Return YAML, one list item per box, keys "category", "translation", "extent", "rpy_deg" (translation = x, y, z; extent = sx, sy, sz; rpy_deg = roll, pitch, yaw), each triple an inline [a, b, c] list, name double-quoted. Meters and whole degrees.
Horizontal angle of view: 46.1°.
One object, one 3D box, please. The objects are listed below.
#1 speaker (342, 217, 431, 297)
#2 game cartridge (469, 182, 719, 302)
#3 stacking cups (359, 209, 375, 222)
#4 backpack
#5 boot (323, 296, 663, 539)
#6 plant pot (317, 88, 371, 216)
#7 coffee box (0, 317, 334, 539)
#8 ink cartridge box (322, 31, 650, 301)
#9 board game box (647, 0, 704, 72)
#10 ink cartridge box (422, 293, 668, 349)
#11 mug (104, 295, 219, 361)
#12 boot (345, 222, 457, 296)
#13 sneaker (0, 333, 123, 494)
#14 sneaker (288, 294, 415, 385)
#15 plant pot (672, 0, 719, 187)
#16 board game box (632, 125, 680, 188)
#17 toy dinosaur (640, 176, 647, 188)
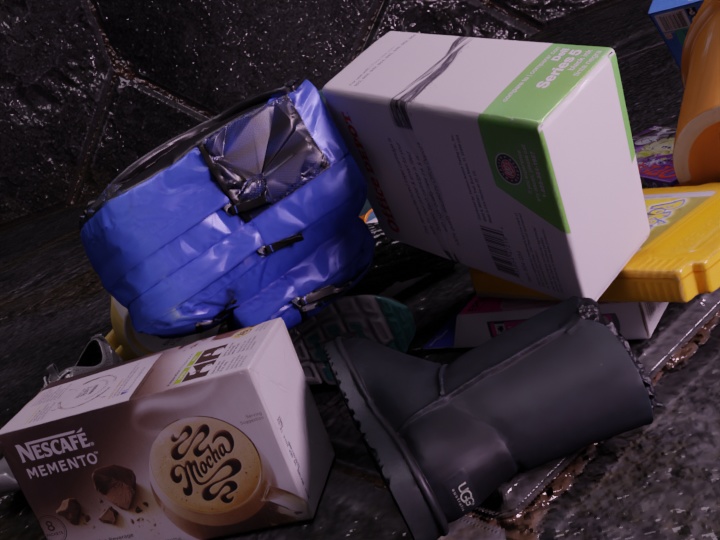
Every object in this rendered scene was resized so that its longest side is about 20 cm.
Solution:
- category: "speaker"
  translation: [0.000, 0.000, 0.858]
  extent: [0.198, 0.083, 0.081]
  rpy_deg: [-28, 18, -24]
- category: "game cartridge"
  translation: [0.210, -0.026, 0.652]
  extent: [0.175, 0.033, 0.198]
  rpy_deg: [-29, 16, -35]
- category: "stacking cups"
  translation: [0.036, -0.058, 0.994]
  extent: [0.060, 0.061, 0.198]
  rpy_deg: [-34, 13, -37]
- category: "backpack"
  translation: [-0.099, -0.026, 0.640]
  extent: [0.198, 0.170, 0.162]
  rpy_deg: [-29, -3, -13]
- category: "boot"
  translation: [0.074, 0.071, 0.543]
  extent: [0.166, 0.077, 0.200]
  rpy_deg: [-27, 24, -6]
- category: "plant pot"
  translation: [0.031, -0.155, 1.087]
  extent: [0.139, 0.203, 0.141]
  rpy_deg: [-7, 21, 35]
- category: "coffee box"
  translation: [-0.131, 0.120, 0.584]
  extent: [0.196, 0.115, 0.080]
  rpy_deg: [-15, 17, 16]
- category: "ink cartridge box"
  translation: [0.084, -0.077, 0.587]
  extent: [0.084, 0.147, 0.198]
  rpy_deg: [-43, 40, -22]
- category: "board game box"
  translation: [0.395, -0.210, 0.829]
  extent: [0.150, 0.200, 0.046]
  rpy_deg: [-1, 54, 48]
- category: "ink cartridge box"
  translation: [0.147, 0.025, 0.684]
  extent: [0.197, 0.038, 0.094]
  rpy_deg: [-10, 19, 39]
- category: "mug"
  translation: [-0.214, 0.045, 0.942]
  extent: [0.146, 0.190, 0.154]
  rpy_deg: [10, 22, -12]
- category: "boot"
  translation: [0.067, -0.030, 0.797]
  extent: [0.156, 0.081, 0.211]
  rpy_deg: [-27, -9, 17]
- category: "sneaker"
  translation: [-0.283, 0.131, 0.787]
  extent: [0.073, 0.083, 0.200]
  rpy_deg: [-15, 18, 17]
- category: "sneaker"
  translation: [-0.048, 0.063, 0.739]
  extent: [0.196, 0.079, 0.091]
  rpy_deg: [-17, 12, 7]
- category: "plant pot"
  translation: [0.349, -0.139, 0.703]
  extent: [0.198, 0.202, 0.184]
  rpy_deg: [-2, 40, 47]
- category: "board game box"
  translation: [0.330, -0.119, 0.921]
  extent: [0.118, 0.033, 0.200]
  rpy_deg: [-28, 18, -7]
- category: "toy dinosaur"
  translation: [0.207, -0.077, 0.820]
  extent: [0.102, 0.078, 0.199]
  rpy_deg: [-41, -8, 36]
